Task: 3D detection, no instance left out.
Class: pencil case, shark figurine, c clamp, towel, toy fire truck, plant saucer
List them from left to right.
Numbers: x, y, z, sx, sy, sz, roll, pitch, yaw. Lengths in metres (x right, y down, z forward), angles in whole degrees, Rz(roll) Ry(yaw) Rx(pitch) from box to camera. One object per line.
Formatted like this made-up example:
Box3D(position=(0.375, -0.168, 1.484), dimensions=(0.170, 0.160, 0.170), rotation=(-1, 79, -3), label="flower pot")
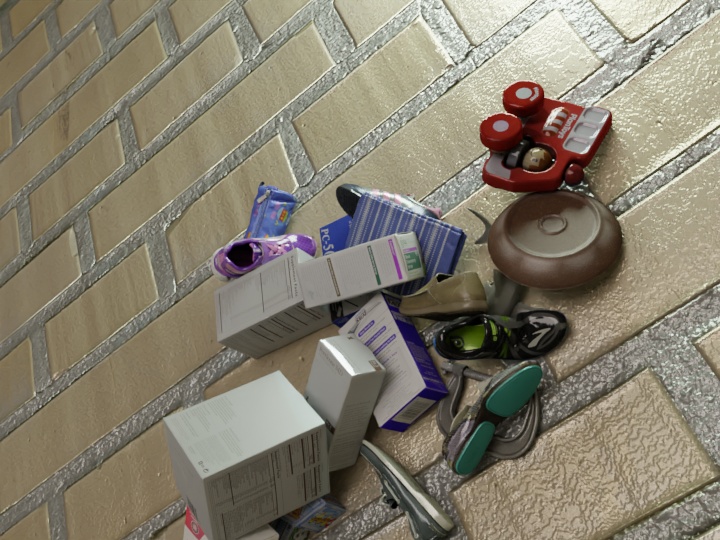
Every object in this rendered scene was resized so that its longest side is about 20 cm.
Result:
Box3D(position=(-0.191, -0.072, 1.664), dimensions=(0.078, 0.087, 0.201), rotation=(13, 76, 23), label="pencil case")
Box3D(position=(0.069, -0.034, 1.428), dimensions=(0.199, 0.024, 0.145), rotation=(24, 106, 23), label="towel")
Box3D(position=(0.190, 0.187, 1.285), dimensions=(0.200, 0.027, 0.171), rotation=(20, 80, 42), label="c clamp")
Box3D(position=(0.214, 0.001, 1.323), dimensions=(0.128, 0.089, 0.215), rotation=(-7, 63, 30), label="shark figurine")
Box3D(position=(0.286, -0.199, 1.341), dimensions=(0.167, 0.112, 0.200), rotation=(20, 59, 26), label="toy fire truck")
Box3D(position=(0.288, -0.059, 1.278), dimensions=(0.199, 0.037, 0.201), rotation=(-8, 47, 9), label="plant saucer")

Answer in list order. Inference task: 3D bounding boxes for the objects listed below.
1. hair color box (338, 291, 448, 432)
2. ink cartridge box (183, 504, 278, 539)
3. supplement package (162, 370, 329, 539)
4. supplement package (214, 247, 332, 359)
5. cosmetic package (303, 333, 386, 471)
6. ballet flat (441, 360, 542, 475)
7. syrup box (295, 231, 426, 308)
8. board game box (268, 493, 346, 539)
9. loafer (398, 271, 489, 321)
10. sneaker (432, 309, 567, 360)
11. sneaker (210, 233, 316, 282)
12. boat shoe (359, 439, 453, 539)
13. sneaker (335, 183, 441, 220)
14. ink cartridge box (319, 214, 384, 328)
Box3D(position=(0.049, 0.145, 1.377), dimensions=(0.109, 0.065, 0.200), rotation=(-44, 50, 23), label="hair color box")
Box3D(position=(-0.212, 0.470, 1.347), dimensions=(0.145, 0.084, 0.201), rotation=(29, 118, 42), label="ink cartridge box")
Box3D(position=(-0.171, 0.283, 1.300), dimensions=(0.199, 0.151, 0.152), rotation=(-20, 37, -26), label="supplement package")
Box3D(position=(-0.153, 0.063, 1.549), dimensions=(0.199, 0.109, 0.114), rotation=(-25, 56, 25), label="supplement package")
Box3D(position=(-0.037, 0.211, 1.353), dimensions=(0.102, 0.074, 0.201), rotation=(43, 130, 42), label="cosmetic package")
Box3D(position=(0.180, 0.199, 1.232), dimensions=(0.201, 0.072, 0.072), rotation=(-55, 48, 7), label="ballet flat")
Box3D(position=(0.000, 0.000, 1.411), dimensions=(0.199, 0.079, 0.082), rotation=(-15, 89, 28), label="syrup box")
Box3D(position=(-0.130, 0.394, 1.397), dimensions=(0.199, 0.062, 0.201), rotation=(16, 78, 42), label="board game box")
Box3D(position=(0.131, 0.041, 1.327), dimensions=(0.200, 0.076, 0.068), rotation=(-8, 73, 57), label="loafer")
Box3D(position=(0.205, 0.099, 1.255), dimensions=(0.199, 0.083, 0.071), rotation=(-8, 81, 7), label="sneaker")
Box3D(position=(-0.175, -0.029, 1.573), dimensions=(0.199, 0.088, 0.081), rotation=(-10, 76, -14), label="sneaker")
Box3D(position=(0.054, 0.333, 1.284), dimensions=(0.062, 0.073, 0.200), rotation=(-49, 53, 0), label="boat shoe")
Box3D(position=(0.051, -0.110, 1.500), dimensions=(0.200, 0.070, 0.082), rotation=(29, 53, 24), label="sneaker")
Box3D(position=(-0.015, -0.003, 1.524), dimensions=(0.094, 0.044, 0.201), rotation=(-24, 55, 23), label="ink cartridge box")
